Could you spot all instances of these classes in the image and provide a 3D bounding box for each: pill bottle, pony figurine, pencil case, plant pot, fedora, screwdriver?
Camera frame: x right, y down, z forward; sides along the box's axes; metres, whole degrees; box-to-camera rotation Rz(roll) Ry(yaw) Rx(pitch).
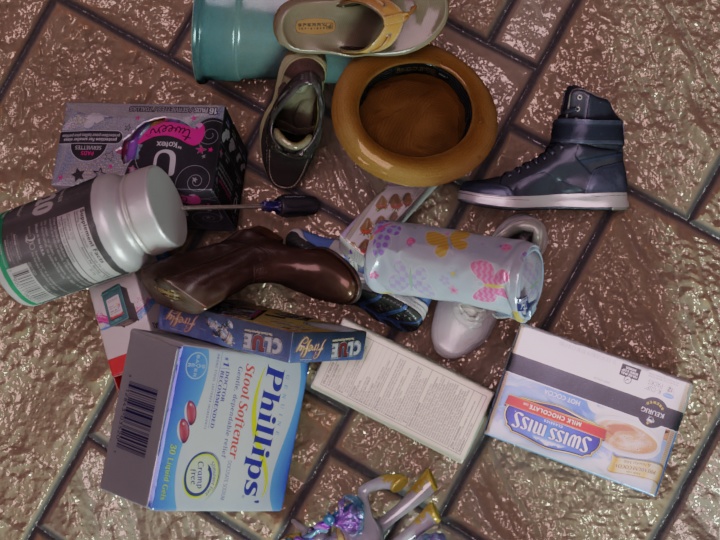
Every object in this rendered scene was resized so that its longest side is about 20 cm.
[{"bbox_3d":[-0.302,-0.041,1.291,0.199,0.113,0.114,-18,82,13],"label":"pill bottle"},{"bbox_3d":[0.010,0.334,1.325,0.199,0.167,0.194,-27,49,8],"label":"pony figurine"},{"bbox_3d":[0.103,-0.001,1.277,0.199,0.091,0.083,12,47,25],"label":"pencil case"},{"bbox_3d":[-0.085,-0.310,1.378,0.194,0.200,0.202,8,85,1],"label":"plant pot"},{"bbox_3d":[0.057,-0.168,1.333,0.199,0.082,0.202,5,65,-12],"label":"fedora"},{"bbox_3d":[-0.130,-0.079,1.367,0.028,0.199,0.029,-48,55,38],"label":"screwdriver"}]

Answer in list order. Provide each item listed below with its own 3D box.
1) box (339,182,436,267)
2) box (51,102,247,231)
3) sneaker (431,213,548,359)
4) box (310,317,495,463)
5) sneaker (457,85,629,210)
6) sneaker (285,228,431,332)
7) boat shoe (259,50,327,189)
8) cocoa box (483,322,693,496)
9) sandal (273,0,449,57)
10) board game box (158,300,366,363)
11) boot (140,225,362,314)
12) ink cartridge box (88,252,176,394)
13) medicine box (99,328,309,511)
[{"bbox_3d":[0.052,-0.090,1.369,0.039,0.041,0.200,39,72,11],"label":"box"},{"bbox_3d":[-0.251,-0.123,1.393,0.198,0.132,0.116,2,71,8],"label":"box"},{"bbox_3d":[0.145,0.014,1.346,0.078,0.099,0.201,33,90,8],"label":"sneaker"},{"bbox_3d":[0.052,0.140,1.359,0.199,0.078,0.095,27,89,10],"label":"box"},{"bbox_3d":[0.213,-0.142,1.357,0.200,0.077,0.148,-2,95,-1],"label":"sneaker"},{"bbox_3d":[0.000,0.000,1.394,0.199,0.076,0.077,28,61,13],"label":"sneaker"},{"bbox_3d":[-0.083,-0.166,1.359,0.073,0.201,0.065,7,46,-5],"label":"boat shoe"},{"bbox_3d":[0.252,0.154,1.300,0.199,0.133,0.132,19,88,10],"label":"cocoa box"},{"bbox_3d":[0.004,-0.274,1.276,0.198,0.054,0.081,-6,104,-9],"label":"sandal"},{"bbox_3d":[-0.113,0.067,1.310,0.199,0.135,0.035,11,95,36],"label":"board game box"},{"bbox_3d":[-0.122,0.016,1.293,0.185,0.200,0.065,21,114,29],"label":"boot"},{"bbox_3d":[-0.261,0.062,1.391,0.067,0.116,0.202,-19,82,13],"label":"ink cartridge box"},{"bbox_3d":[-0.174,0.173,1.318,0.102,0.199,0.184,10,88,44],"label":"medicine box"}]
